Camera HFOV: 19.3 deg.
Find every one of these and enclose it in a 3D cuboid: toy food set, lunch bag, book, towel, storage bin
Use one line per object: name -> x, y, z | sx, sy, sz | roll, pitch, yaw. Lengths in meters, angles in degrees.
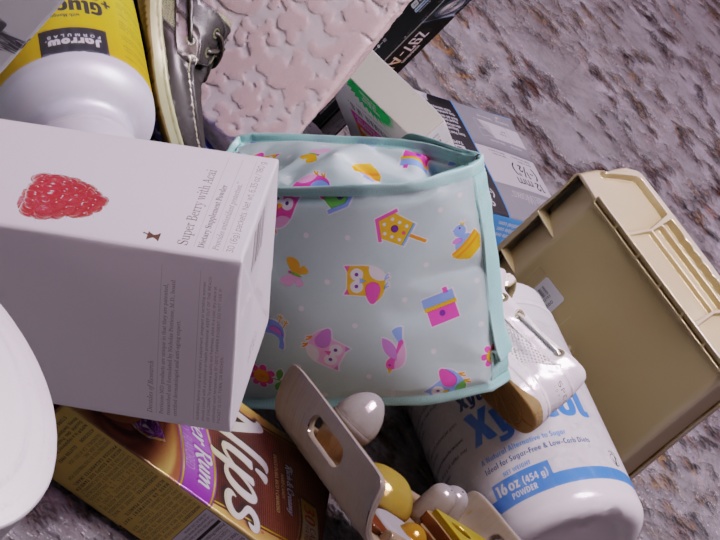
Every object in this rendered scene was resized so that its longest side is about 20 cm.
toy food set -> 0.042, 0.144, 1.350 | 0.200, 0.061, 0.144 | 35, 8, -37
lunch bag -> 0.000, 0.000, 1.406 | 0.122, 0.198, 0.172 | -53, 139, -62
book -> 0.042, -0.095, 1.672 | 0.134, 0.048, 0.200 | 46, -9, 33
towel -> -0.080, -0.204, 1.545 | 0.200, 0.191, 0.032 | 40, 11, 9
storage bin -> 0.182, 0.055, 1.654 | 0.199, 0.200, 0.094 | 55, 31, 14

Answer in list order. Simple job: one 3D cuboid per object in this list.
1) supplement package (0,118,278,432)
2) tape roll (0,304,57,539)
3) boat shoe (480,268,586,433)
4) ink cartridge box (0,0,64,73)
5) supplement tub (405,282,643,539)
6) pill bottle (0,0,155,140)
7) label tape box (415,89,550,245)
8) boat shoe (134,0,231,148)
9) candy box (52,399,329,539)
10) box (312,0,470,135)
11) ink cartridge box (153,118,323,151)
supplement package -> -0.157, -0.001, 1.229 | 0.198, 0.120, 0.122 | 8, 33, 4
tape roll -> -0.268, 0.082, 1.041 | 0.202, 0.139, 0.203 | 35, 29, -23
boat shoe -> 0.081, 0.026, 1.491 | 0.069, 0.071, 0.200 | -32, 65, -20
ink cartridge box -> -0.254, -0.194, 1.351 | 0.083, 0.200, 0.146 | 29, 32, -30
supplement tub -> 0.112, 0.124, 1.539 | 0.131, 0.132, 0.201 | 16, 41, -45
pill bottle -> -0.200, -0.129, 1.441 | 0.112, 0.112, 0.201 | 25, 34, -36
label tape box -> 0.110, -0.052, 1.836 | 0.143, 0.066, 0.201 | 12, 42, -48
boat shoe -> -0.124, -0.172, 1.501 | 0.072, 0.065, 0.202 | 121, -40, -80
candy box -> -0.111, 0.118, 1.310 | 0.200, 0.056, 0.117 | 39, 27, -20
box -> -0.020, -0.224, 1.727 | 0.161, 0.200, 0.043 | 55, 28, 17
ink cartridge box -> -0.097, -0.100, 1.629 | 0.120, 0.042, 0.200 | 51, 25, 12
